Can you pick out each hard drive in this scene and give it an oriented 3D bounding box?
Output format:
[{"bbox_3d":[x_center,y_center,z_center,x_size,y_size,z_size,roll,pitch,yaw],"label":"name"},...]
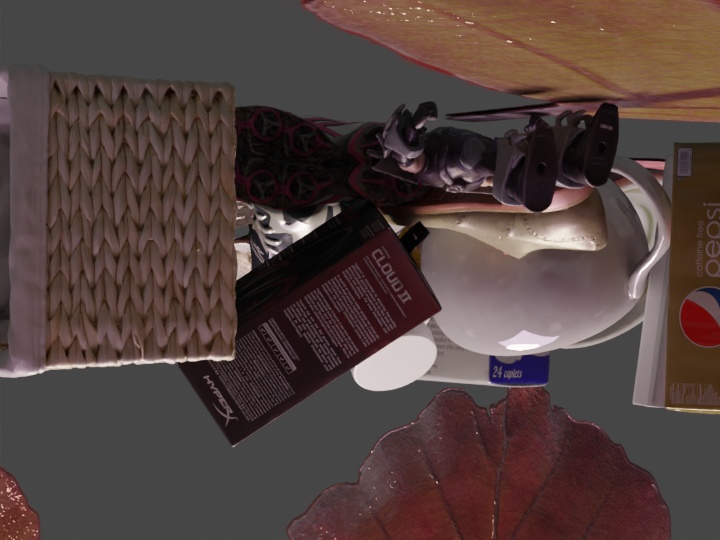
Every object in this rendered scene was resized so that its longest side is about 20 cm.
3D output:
[{"bbox_3d":[0.275,0.012,1.674,0.027,0.201,0.132,9,-178,35],"label":"hard drive"}]

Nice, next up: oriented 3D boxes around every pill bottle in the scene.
[{"bbox_3d":[0.000,0.000,1.715,0.104,0.201,0.105,-14,143,-11],"label":"pill bottle"}]

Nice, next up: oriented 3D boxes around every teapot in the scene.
[{"bbox_3d":[0.133,-0.035,1.615,0.199,0.147,0.198,-17,-155,-1],"label":"teapot"}]

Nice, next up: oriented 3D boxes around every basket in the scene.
[{"bbox_3d":[-0.187,-0.034,1.370,0.160,0.201,0.198,-2,-179,-25],"label":"basket"}]

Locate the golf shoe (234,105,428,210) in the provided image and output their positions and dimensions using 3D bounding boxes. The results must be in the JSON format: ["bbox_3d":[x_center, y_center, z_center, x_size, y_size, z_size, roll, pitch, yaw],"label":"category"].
[{"bbox_3d":[-0.045,-0.079,1.497,0.199,0.073,0.092,4,180,-27],"label":"golf shoe"}]

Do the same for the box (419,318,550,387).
[{"bbox_3d":[0.096,0.011,2.050,0.183,0.201,0.105,2,179,43],"label":"box"}]

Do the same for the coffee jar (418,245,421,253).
[{"bbox_3d":[0.154,-0.037,1.897,0.199,0.105,0.085,4,-141,-36],"label":"coffee jar"}]

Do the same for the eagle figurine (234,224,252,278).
[{"bbox_3d":[-0.065,-0.016,1.992,0.150,0.201,0.152,-24,-153,-3],"label":"eagle figurine"}]

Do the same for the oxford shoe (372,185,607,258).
[{"bbox_3d":[0.094,-0.039,1.519,0.199,0.074,0.071,2,-143,43],"label":"oxford shoe"}]

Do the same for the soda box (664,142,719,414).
[{"bbox_3d":[0.269,0.007,1.527,0.064,0.201,0.068,2,177,24],"label":"soda box"}]

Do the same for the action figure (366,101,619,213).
[{"bbox_3d":[0.088,-0.080,1.380,0.129,0.070,0.200,-3,-174,-30],"label":"action figure"}]

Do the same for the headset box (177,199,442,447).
[{"bbox_3d":[-0.033,0.027,1.482,0.199,0.075,0.149,-33,-167,1],"label":"headset box"}]

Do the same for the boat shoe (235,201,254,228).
[{"bbox_3d":[-0.121,-0.077,1.818,0.199,0.074,0.074,-22,155,32],"label":"boat shoe"}]

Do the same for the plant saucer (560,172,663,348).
[{"bbox_3d":[0.221,-0.019,1.854,0.199,0.201,0.050,5,-144,-37],"label":"plant saucer"}]

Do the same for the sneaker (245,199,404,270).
[{"bbox_3d":[-0.071,-0.041,1.594,0.198,0.080,0.130,11,135,-40],"label":"sneaker"}]
